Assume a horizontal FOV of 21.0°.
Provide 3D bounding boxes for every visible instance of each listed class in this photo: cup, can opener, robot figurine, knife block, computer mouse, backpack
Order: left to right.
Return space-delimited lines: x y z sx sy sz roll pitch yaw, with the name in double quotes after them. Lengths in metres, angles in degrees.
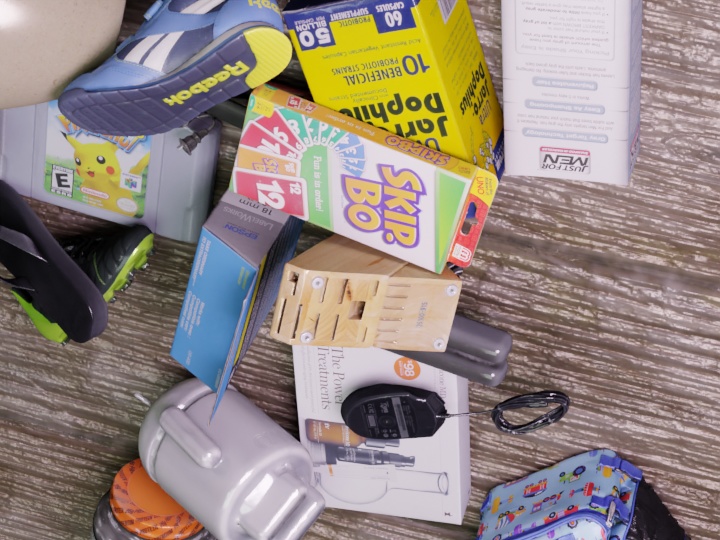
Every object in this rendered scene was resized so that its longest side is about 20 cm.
-0.263 -0.212 1.538 0.143 0.200 0.200 12 128 -13 "cup"
-0.123 0.173 1.760 0.200 0.113 0.170 37 172 31 "robot figurine"
0.000 0.000 1.570 0.200 0.176 0.064 3 111 -26 "knife block"
0.039 0.036 1.651 0.200 0.067 0.053 19 129 15 "can opener"
0.081 0.115 1.672 0.200 0.034 0.059 -2 131 10 "computer mouse"
0.179 0.277 1.697 0.182 0.200 0.135 -22 114 31 "backpack"

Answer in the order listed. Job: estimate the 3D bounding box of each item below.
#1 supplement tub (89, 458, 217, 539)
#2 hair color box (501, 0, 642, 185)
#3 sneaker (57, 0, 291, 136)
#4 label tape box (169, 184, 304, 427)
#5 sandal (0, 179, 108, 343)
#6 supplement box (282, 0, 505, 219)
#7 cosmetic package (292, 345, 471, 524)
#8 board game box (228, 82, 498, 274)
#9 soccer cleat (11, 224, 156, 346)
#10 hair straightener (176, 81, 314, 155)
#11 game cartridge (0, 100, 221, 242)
-0.205 0.284 1.881 0.122 0.123 0.200 19 127 6 "supplement tub"
0.163 -0.168 1.487 0.099 0.061 0.200 6 124 15 "hair color box"
-0.144 -0.165 1.493 0.200 0.082 0.074 -20 150 20 "sneaker"
-0.107 0.009 1.611 0.063 0.200 0.144 21 127 4 "label tape box"
-0.298 -0.013 1.692 0.200 0.043 0.076 41 136 24 "sandal"
0.033 -0.145 1.516 0.109 0.110 0.200 -8 121 23 "supplement box"
0.021 0.130 1.746 0.151 0.052 0.200 4 124 13 "cosmetic package"
0.001 -0.068 1.496 0.200 0.030 0.096 20 129 5 "board game box"
-0.251 0.002 1.726 0.081 0.068 0.200 46 139 -7 "soccer cleat"
-0.142 -0.138 1.600 0.200 0.077 0.041 19 161 5 "hair straightener"
-0.221 -0.107 1.676 0.200 0.040 0.134 15 123 8 "game cartridge"
